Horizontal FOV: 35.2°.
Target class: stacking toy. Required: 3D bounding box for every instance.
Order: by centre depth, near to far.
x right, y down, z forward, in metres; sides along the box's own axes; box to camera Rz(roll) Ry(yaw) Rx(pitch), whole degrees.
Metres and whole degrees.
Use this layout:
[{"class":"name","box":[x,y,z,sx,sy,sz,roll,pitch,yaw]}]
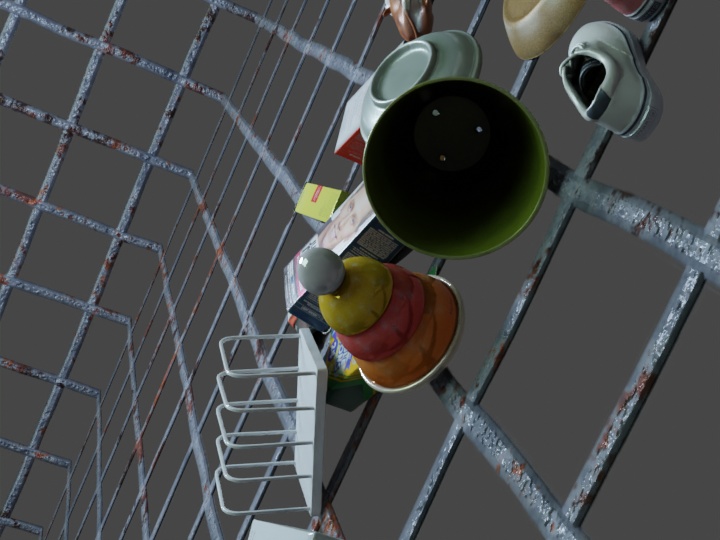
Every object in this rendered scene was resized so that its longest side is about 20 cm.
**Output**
[{"class":"stacking toy","box":[0.004,0.030,1.206,0.146,0.200,0.146,-26,45,29]}]

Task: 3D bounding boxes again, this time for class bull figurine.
[{"class":"bull figurine","box":[0.073,-0.422,1.746,0.200,0.065,0.122,-110,11,-53]}]

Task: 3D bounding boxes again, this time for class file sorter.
[{"class":"file sorter","box":[-0.116,0.191,1.434,0.139,0.124,0.200,-125,36,-68]}]

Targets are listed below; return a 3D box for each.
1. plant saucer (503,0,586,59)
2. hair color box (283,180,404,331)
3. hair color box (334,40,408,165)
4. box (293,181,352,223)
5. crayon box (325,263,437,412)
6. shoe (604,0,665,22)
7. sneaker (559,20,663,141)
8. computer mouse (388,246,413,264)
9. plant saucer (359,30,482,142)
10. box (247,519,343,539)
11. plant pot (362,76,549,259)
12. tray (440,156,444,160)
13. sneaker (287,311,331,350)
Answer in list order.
[{"class":"plant saucer","box":[0.218,-0.344,1.316,0.200,0.035,0.200,-55,23,37]},{"class":"hair color box","box":[-0.012,-0.029,1.418,0.200,0.060,0.100,-46,28,22]},{"class":"hair color box","box":[0.036,-0.244,1.687,0.200,0.061,0.102,-38,34,59]},{"class":"box","box":[-0.031,-0.084,1.566,0.050,0.075,0.200,-68,17,2]},{"class":"crayon box","box":[0.019,0.079,1.390,0.200,0.052,0.126,-44,31,52]},{"class":"shoe","box":[0.253,-0.338,1.116,0.071,0.091,0.200,-45,29,51]},{"class":"sneaker","box":[0.224,-0.193,1.068,0.073,0.071,0.200,-60,20,25]},{"class":"computer mouse","box":[0.000,0.000,1.462,0.200,0.034,0.059,-39,16,21]},{"class":"plant saucer","box":[0.067,-0.250,1.503,0.200,0.050,0.200,-28,42,28]},{"class":"box","box":[-0.053,0.368,1.144,0.200,0.131,0.199,-19,52,67]},{"class":"plant pot","box":[0.102,-0.129,1.226,0.187,0.187,0.200,-63,4,17]},{"class":"tray","box":[0.048,-0.105,1.536,0.200,0.037,0.099,-32,41,60]},{"class":"sneaker","box":[-0.017,0.040,1.546,0.200,0.077,0.082,-47,59,36]}]
